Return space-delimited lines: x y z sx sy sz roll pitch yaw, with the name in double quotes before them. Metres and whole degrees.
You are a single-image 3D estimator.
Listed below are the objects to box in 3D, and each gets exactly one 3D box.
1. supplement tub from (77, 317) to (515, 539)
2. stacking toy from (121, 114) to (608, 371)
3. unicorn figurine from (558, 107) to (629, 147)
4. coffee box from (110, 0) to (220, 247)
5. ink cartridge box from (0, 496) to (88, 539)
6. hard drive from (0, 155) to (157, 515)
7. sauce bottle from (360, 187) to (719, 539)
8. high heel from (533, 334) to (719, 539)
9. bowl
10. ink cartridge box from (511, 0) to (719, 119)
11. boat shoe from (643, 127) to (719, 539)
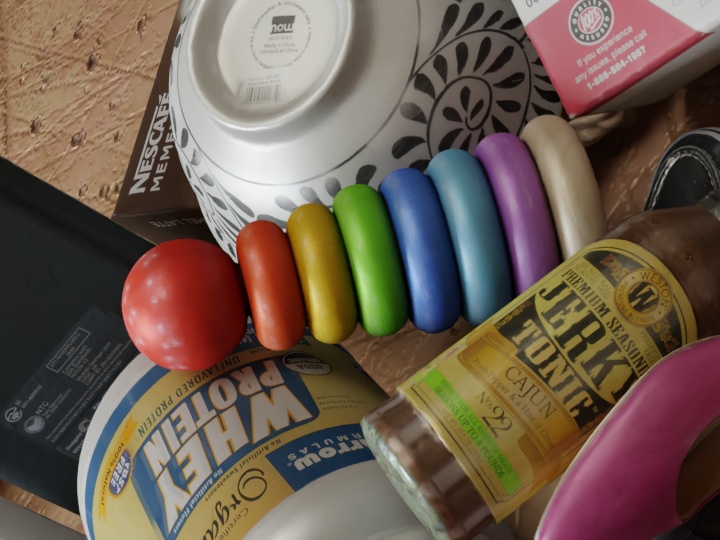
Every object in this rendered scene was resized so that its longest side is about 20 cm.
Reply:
"supplement tub" -0.021 0.120 1.009 0.145 0.144 0.200 -55 38 6
"stacking toy" 0.000 0.000 1.003 0.198 0.086 0.086 -15 45 -5
"unicorn figurine" 0.074 -0.120 1.133 0.137 0.074 0.200 -46 56 16
"coffee box" -0.037 -0.104 1.228 0.114 0.080 0.201 -4 64 47
"ink cartridge box" -0.192 0.214 1.142 0.201 0.144 0.085 -58 39 2
"hard drive" -0.153 0.036 1.169 0.140 0.199 0.033 -48 39 14
"sauce bottle" 0.094 0.021 0.904 0.200 0.065 0.065 -38 38 -6
"high heel" 0.159 0.062 0.871 0.199 0.068 0.096 -36 59 -14
"bowl" -0.018 -0.090 1.077 0.199 0.094 0.202 -10 70 29
"ink cartridge box" 0.114 -0.185 1.004 0.147 0.085 0.201 -34 80 39
"boat shoe" 0.127 0.023 0.968 0.071 0.068 0.201 -18 54 41
